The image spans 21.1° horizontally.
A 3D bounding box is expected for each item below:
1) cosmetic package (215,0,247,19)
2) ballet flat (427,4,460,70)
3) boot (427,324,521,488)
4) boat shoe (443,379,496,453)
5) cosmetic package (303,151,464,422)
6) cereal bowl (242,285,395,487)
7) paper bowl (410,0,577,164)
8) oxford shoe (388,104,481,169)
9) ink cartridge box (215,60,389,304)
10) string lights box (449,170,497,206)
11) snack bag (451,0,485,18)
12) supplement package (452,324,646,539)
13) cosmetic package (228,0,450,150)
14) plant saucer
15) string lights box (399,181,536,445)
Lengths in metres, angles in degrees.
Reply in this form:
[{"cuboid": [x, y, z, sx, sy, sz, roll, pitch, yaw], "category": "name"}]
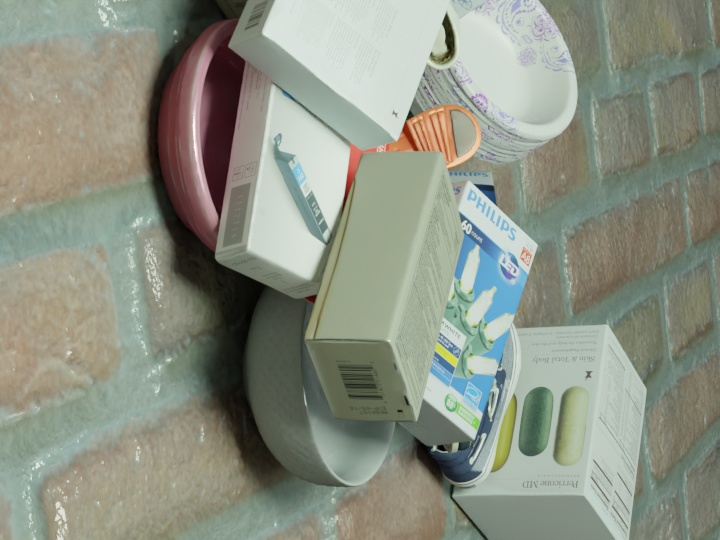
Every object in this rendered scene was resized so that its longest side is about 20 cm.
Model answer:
[{"cuboid": [-0.041, -0.211, 1.655, 0.200, 0.105, 0.071, 57, 37, -49], "category": "cosmetic package"}, {"cuboid": [0.038, -0.250, 1.655, 0.200, 0.069, 0.070, 55, 39, -39], "category": "ballet flat"}, {"cuboid": [0.115, 0.116, 1.981, 0.090, 0.073, 0.201, 55, 40, -57], "category": "boot"}, {"cuboid": [0.102, 0.101, 1.899, 0.200, 0.062, 0.075, -95, -167, -54], "category": "boat shoe"}, {"cuboid": [0.022, 0.011, 1.524, 0.104, 0.073, 0.200, 72, 25, -44], "category": "cosmetic package"}, {"cuboid": [-0.042, 0.083, 1.636, 0.200, 0.083, 0.201, -3, 90, -65], "category": "cereal bowl"}, {"cuboid": [0.115, -0.201, 1.936, 0.200, 0.104, 0.201, 26, 49, -34], "category": "paper bowl"}, {"cuboid": [0.007, -0.087, 1.691, 0.073, 0.199, 0.071, 142, -67, -76], "category": "oxford shoe"}, {"cuboid": [-0.029, -0.072, 1.555, 0.176, 0.045, 0.201, 27, 61, -41], "category": "ink cartridge box"}, {"cuboid": [0.105, -0.009, 1.892, 0.200, 0.059, 0.103, -91, -178, -60], "category": "string lights box"}, {"cuboid": [0.063, -0.330, 1.868, 0.189, 0.021, 0.200, 55, 40, -3], "category": "snack bag"}, {"cuboid": [0.206, 0.183, 2.076, 0.151, 0.151, 0.200, 52, 41, -50], "category": "supplement package"}, {"cuboid": [-0.005, -0.220, 1.537, 0.151, 0.052, 0.200, 36, 61, -29], "category": "cosmetic package"}, {"cuboid": [-0.105, -0.101, 1.562, 0.200, 0.051, 0.201, -3, 90, -65], "category": "plant saucer"}, {"cuboid": [0.074, 0.036, 1.651, 0.103, 0.059, 0.200, 40, 56, -32], "category": "string lights box"}]
